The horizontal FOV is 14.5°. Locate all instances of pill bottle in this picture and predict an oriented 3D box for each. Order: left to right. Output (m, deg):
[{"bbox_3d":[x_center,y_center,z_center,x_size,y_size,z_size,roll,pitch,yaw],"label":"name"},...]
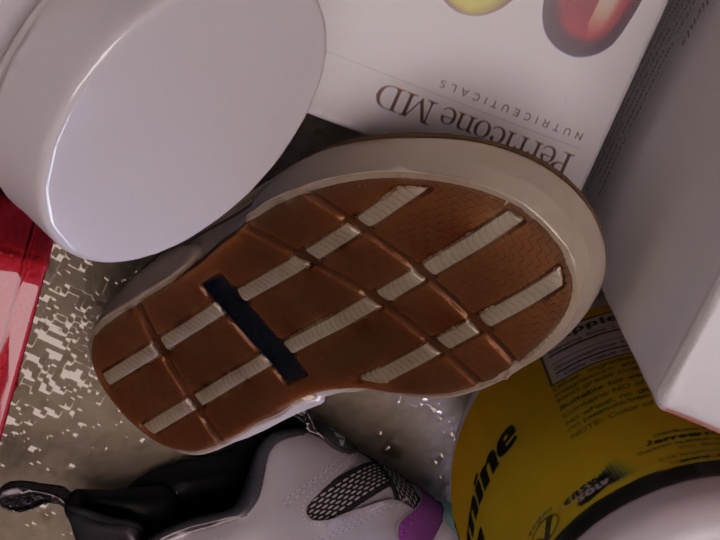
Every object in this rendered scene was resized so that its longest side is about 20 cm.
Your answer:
[{"bbox_3d":[-0.103,-0.096,0.712,0.113,0.200,0.113,-32,148,-23],"label":"pill bottle"},{"bbox_3d":[0.085,0.074,0.798,0.112,0.200,0.113,-2,110,-5],"label":"pill bottle"}]

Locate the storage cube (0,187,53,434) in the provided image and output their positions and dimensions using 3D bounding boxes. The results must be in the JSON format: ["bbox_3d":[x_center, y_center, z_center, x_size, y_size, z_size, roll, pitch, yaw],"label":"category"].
[{"bbox_3d":[-0.184,0.032,0.762,0.179,0.200,0.172,15,103,-7],"label":"storage cube"}]

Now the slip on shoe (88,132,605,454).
[{"bbox_3d":[0.000,0.000,0.779,0.076,0.061,0.200,51,143,-9],"label":"slip on shoe"}]

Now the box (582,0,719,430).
[{"bbox_3d":[0.149,-0.019,0.762,0.152,0.200,0.107,23,107,-12],"label":"box"}]

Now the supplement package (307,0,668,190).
[{"bbox_3d":[0.041,-0.137,0.764,0.113,0.110,0.201,19,108,-11],"label":"supplement package"}]

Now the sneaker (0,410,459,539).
[{"bbox_3d":[-0.066,0.120,0.874,0.140,0.078,0.200,41,93,-16],"label":"sneaker"}]
